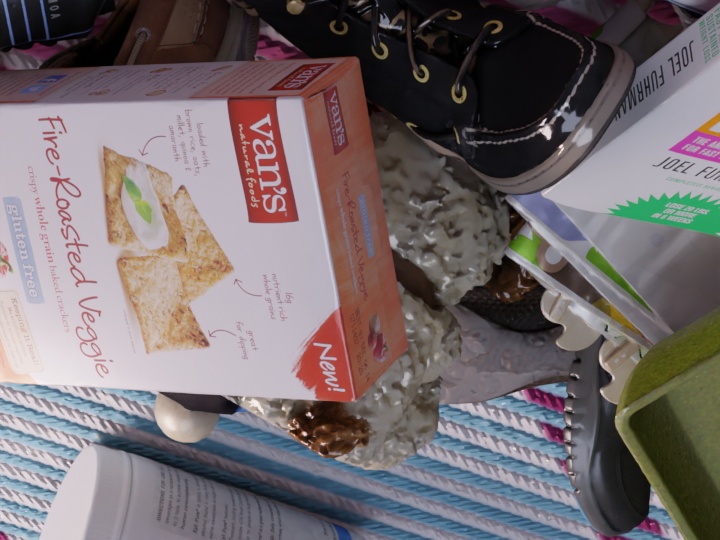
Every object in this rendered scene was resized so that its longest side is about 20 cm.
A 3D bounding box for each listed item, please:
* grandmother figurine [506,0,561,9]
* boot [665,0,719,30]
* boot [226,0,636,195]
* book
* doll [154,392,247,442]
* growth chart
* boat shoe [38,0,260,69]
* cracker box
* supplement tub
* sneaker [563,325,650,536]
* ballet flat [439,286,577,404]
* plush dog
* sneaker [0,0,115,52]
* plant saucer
[{"bbox_3d":[0.050,-0.185,0.813,0.120,0.061,0.201,-12,138,15],"label":"grandmother figurine"},{"bbox_3d":[0.161,-0.113,0.868,0.198,0.073,0.090,15,146,-21],"label":"boot"},{"bbox_3d":[0.019,-0.106,0.851,0.150,0.073,0.200,35,179,-21],"label":"boot"},{"bbox_3d":[0.183,-0.075,0.837,0.133,0.048,0.200,9,152,-28],"label":"book"},{"bbox_3d":[-0.077,0.042,1.136,0.135,0.049,0.200,17,141,-11],"label":"doll"},{"bbox_3d":[0.139,-0.024,0.953,0.144,0.018,0.200,-38,117,5],"label":"growth chart"},{"bbox_3d":[-0.128,-0.078,0.972,0.071,0.076,0.200,25,130,-29],"label":"boat shoe"},{"bbox_3d":[-0.087,-0.018,0.868,0.198,0.058,0.135,0,113,28],"label":"cracker box"},{"bbox_3d":[-0.101,0.202,1.278,0.199,0.133,0.132,22,140,-17],"label":"supplement tub"},{"bbox_3d":[0.147,0.047,1.023,0.081,0.073,0.202,3,112,12],"label":"sneaker"},{"bbox_3d":[0.091,0.033,1.101,0.198,0.046,0.068,-5,111,19],"label":"ballet flat"},{"bbox_3d":[0.000,0.000,0.984,0.199,0.173,0.160,31,177,-20],"label":"plush dog"},{"bbox_3d":[-0.164,-0.122,0.895,0.199,0.070,0.078,-33,132,19],"label":"sneaker"},{"bbox_3d":[0.229,0.056,0.979,0.199,0.048,0.200,-31,137,4],"label":"plant saucer"}]
